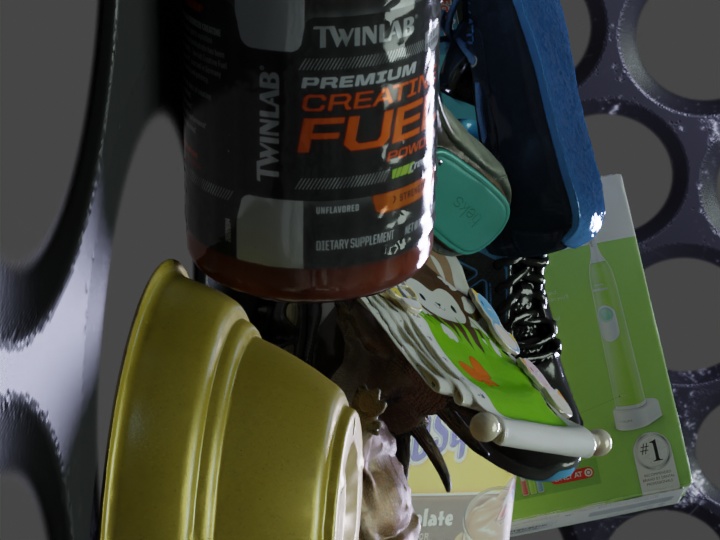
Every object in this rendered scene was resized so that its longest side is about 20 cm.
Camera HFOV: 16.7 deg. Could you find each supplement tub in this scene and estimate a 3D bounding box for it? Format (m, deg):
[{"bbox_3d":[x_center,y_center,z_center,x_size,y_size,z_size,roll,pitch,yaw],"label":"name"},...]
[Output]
[{"bbox_3d":[-0.020,-0.095,0.989,0.107,0.107,0.200,-72,164,-65],"label":"supplement tub"}]

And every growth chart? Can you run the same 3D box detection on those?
[{"bbox_3d":[0.034,0.016,1.174,0.018,0.200,0.145,-47,161,19],"label":"growth chart"}]

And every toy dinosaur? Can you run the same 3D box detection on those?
[{"bbox_3d":[0.001,0.111,1.143,0.135,0.086,0.200,5,94,-59],"label":"toy dinosaur"}]

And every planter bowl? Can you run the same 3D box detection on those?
[{"bbox_3d":[-0.044,0.098,0.987,0.200,0.083,0.201,4,90,-83],"label":"planter bowl"}]

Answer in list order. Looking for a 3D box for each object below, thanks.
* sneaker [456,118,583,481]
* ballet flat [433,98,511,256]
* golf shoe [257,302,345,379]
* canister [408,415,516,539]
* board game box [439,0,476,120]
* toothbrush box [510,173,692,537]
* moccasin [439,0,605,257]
[{"bbox_3d":[0.067,0.015,1.280,0.082,0.073,0.200,-44,-115,42],"label":"sneaker"},{"bbox_3d":[0.010,-0.065,1.149,0.064,0.067,0.200,49,4,32],"label":"ballet flat"},{"bbox_3d":[0.000,0.000,1.271,0.078,0.094,0.200,80,14,-59],"label":"golf shoe"},{"bbox_3d":[0.027,0.107,1.383,0.148,0.087,0.200,3,95,-43],"label":"canister"},{"bbox_3d":[0.046,-0.118,1.449,0.151,0.047,0.200,110,-26,-63],"label":"board game box"},{"bbox_3d":[0.110,0.057,1.514,0.086,0.145,0.200,84,-6,-78],"label":"toothbrush box"},{"bbox_3d":[0.067,-0.104,1.249,0.080,0.068,0.200,28,48,-58],"label":"moccasin"}]
